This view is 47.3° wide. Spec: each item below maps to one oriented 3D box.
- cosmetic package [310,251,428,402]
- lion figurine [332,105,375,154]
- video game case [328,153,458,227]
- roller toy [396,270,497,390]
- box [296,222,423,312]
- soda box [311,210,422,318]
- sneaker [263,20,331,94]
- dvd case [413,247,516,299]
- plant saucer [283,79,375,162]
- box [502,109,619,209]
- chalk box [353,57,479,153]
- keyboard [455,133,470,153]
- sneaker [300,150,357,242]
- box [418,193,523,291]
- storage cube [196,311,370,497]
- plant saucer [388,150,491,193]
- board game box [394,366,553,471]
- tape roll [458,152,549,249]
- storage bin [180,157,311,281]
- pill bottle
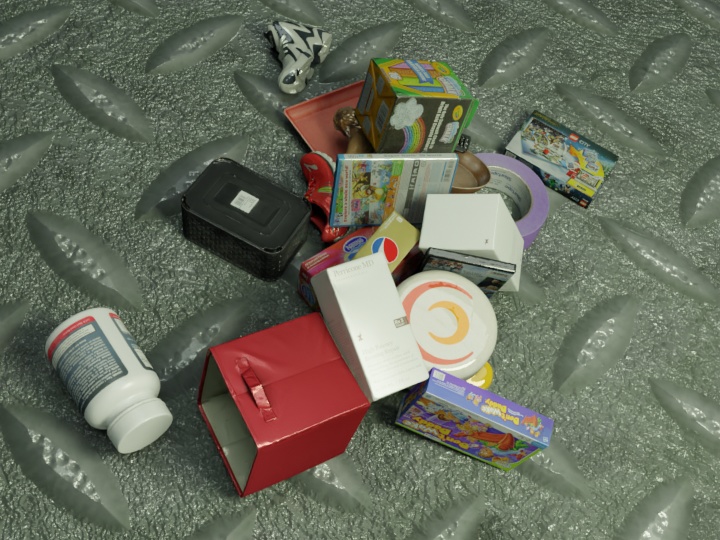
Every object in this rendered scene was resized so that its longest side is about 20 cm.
[{"bbox_3d":[0.013,0.084,1.203,0.101,0.074,0.200,-18,84,-28],"label":"cosmetic package"},{"bbox_3d":[-0.001,-0.218,1.514,0.122,0.073,0.200,20,48,-13],"label":"lion figurine"},{"bbox_3d":[0.052,-0.132,1.358,0.199,0.143,0.018,-2,46,-13],"label":"video game case"},{"bbox_3d":[0.121,0.104,1.334,0.199,0.140,0.183,6,68,-6],"label":"roller toy"},{"bbox_3d":[0.000,0.000,1.406,0.200,0.096,0.100,-31,66,-25],"label":"box"},{"bbox_3d":[0.011,0.001,1.308,0.064,0.068,0.200,40,63,0],"label":"soda box"},{"bbox_3d":[-0.154,-0.443,1.676,0.129,0.080,0.199,24,57,7],"label":"sneaker"},{"bbox_3d":[0.164,0.011,1.367,0.142,0.200,0.018,12,73,-2],"label":"dvd case"},{"bbox_3d":[-0.019,-0.268,1.612,0.199,0.037,0.200,-26,64,-23],"label":"plant saucer"},{"bbox_3d":[0.401,-0.226,1.653,0.200,0.038,0.137,33,58,12],"label":"box"},{"bbox_3d":[0.111,-0.287,1.452,0.199,0.125,0.124,-3,45,-27],"label":"chalk box"},{"bbox_3d":[0.114,-0.280,1.559,0.199,0.021,0.127,20,30,-1],"label":"keyboard"},{"bbox_3d":[-0.073,-0.136,1.486,0.085,0.077,0.200,-11,59,-27],"label":"sneaker"},{"bbox_3d":[0.190,-0.043,1.376,0.124,0.200,0.098,2,71,23],"label":"box"},{"bbox_3d":[-0.119,0.195,1.206,0.179,0.200,0.171,-18,61,-27],"label":"storage cube"},{"bbox_3d":[0.136,-0.187,1.476,0.200,0.035,0.200,14,33,-9],"label":"plant saucer"},{"bbox_3d":[0.169,0.229,1.246,0.200,0.135,0.045,24,56,-5],"label":"board game box"},{"bbox_3d":[0.249,-0.125,1.547,0.199,0.066,0.201,4,57,-6],"label":"tape roll"},{"bbox_3d":[-0.199,-0.090,1.433,0.200,0.094,0.135,28,58,8],"label":"storage bin"},{"bbox_3d":[-0.370,0.165,1.224,0.119,0.120,0.200,-29,66,-25],"label":"pill bottle"}]
